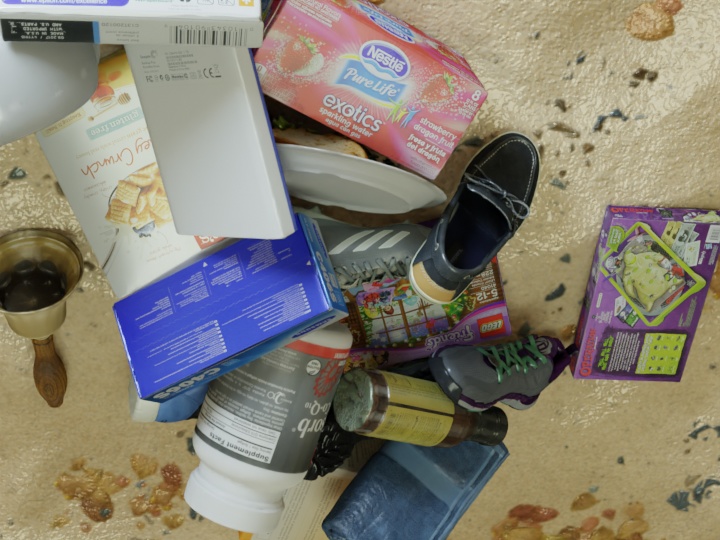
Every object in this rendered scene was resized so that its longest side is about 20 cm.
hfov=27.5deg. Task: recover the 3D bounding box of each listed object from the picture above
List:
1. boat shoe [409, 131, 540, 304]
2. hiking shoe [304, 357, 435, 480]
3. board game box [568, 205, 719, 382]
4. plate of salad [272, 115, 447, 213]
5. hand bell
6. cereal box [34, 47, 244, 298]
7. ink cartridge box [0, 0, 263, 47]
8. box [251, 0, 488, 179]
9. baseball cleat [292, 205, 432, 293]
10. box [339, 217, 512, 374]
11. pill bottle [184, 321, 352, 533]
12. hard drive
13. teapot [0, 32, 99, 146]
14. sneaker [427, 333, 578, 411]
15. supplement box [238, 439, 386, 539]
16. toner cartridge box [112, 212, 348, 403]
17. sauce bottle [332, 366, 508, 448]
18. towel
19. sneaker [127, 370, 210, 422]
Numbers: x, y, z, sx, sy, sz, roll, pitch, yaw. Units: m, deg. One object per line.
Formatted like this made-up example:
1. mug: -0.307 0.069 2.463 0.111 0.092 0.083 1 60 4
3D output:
1. boat shoe: 0.112 -0.053 1.312 0.074 0.200 0.062 39 148 -4
2. hiking shoe: -0.001 0.131 1.490 0.199 0.101 0.076 -23 120 -17
3. board game box: 0.287 0.027 1.485 0.119 0.032 0.201 0 125 -12
4. plate of salad: -0.020 -0.091 1.291 0.198 0.200 0.048 13 82 -16
5. hand bell: -0.307 0.067 1.414 0.103 0.105 0.201 -3 137 -5
6. cereal box: -0.193 -0.091 1.298 0.143 0.040 0.201 -22 108 8
7. ink cartridge box: -0.174 -0.261 1.130 0.196 0.201 0.043 0 150 -7
8. box: -0.003 -0.173 1.252 0.199 0.100 0.096 26 110 -23
9. baseball cleat: 0.000 0.000 1.345 0.198 0.107 0.070 9 143 13
10. box: 0.041 0.025 1.444 0.198 0.039 0.138 -14 127 3
11. pill bottle: -0.090 0.133 1.373 0.115 0.116 0.201 17 98 -19
12. hard drive: -0.128 -0.125 1.214 0.131 0.025 0.202 4 115 41
13. teapot: -0.307 -0.183 1.160 0.196 0.200 0.147 -10 111 18
14. sneaker: 0.141 0.087 1.445 0.087 0.075 0.200 -42 157 21
15. supplement box: -0.020 0.236 1.566 0.198 0.074 0.127 13 122 -16
16. toner cartridge box: -0.117 0.035 1.301 0.199 0.096 0.043 -25 163 16
17. sauce bottle: 0.063 0.139 1.425 0.199 0.065 0.065 18 123 -40
18. towel: 0.057 0.221 1.495 0.112 0.200 0.049 43 156 -3
19. sneaker: -0.157 0.061 1.425 0.110 0.077 0.201 3 117 -19
